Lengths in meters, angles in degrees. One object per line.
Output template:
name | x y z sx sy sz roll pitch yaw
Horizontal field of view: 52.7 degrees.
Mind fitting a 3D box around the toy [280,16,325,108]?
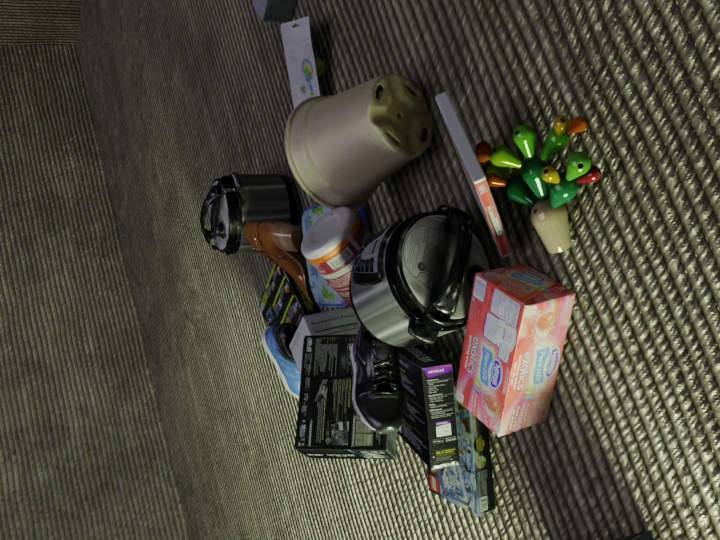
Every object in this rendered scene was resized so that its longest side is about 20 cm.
toy | -0.100 -0.386 1.429 0.115 0.047 0.203 14 113 55

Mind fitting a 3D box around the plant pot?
plant pot | 0.010 -0.218 1.169 0.182 0.199 0.204 -19 82 48

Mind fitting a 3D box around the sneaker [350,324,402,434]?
sneaker | 0.024 0.157 1.143 0.201 0.075 0.088 -106 22 -46

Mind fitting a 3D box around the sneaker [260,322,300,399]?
sneaker | -0.130 0.200 1.574 0.111 0.076 0.201 -22 101 54

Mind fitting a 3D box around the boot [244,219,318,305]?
boot | -0.157 -0.020 1.519 0.154 0.077 0.201 9 139 41

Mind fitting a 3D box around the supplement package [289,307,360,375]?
supplement package | -0.043 0.192 1.418 0.202 0.116 0.117 64 148 27

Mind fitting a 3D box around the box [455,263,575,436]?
box | 0.206 0.106 0.983 0.102 0.094 0.203 38 130 50

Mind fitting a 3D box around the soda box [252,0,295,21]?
soda box | -0.155 -0.598 1.443 0.064 0.067 0.201 60 145 29

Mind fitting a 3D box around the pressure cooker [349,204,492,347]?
pressure cooker | 0.095 0.009 1.062 0.200 0.177 0.178 -31 82 59

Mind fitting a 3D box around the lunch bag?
lunch bag | -0.041 -0.031 1.387 0.160 0.081 0.203 -8 91 61

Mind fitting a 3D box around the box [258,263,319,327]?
box | -0.164 0.098 1.676 0.195 0.047 0.201 63 146 30

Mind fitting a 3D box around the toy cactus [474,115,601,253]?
toy cactus | 0.229 -0.107 0.913 0.199 0.102 0.167 3 119 57

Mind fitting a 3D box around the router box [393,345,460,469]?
router box | 0.093 0.200 1.125 0.200 0.050 0.152 -159 63 -76

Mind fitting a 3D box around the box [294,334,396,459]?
box | -0.019 0.219 1.264 0.086 0.161 0.203 59 -150 -62

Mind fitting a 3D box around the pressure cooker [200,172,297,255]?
pressure cooker | -0.256 -0.127 1.611 0.178 0.197 0.179 1 97 64

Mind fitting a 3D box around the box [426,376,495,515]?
box | 0.154 0.274 1.174 0.136 0.039 0.203 4 101 60

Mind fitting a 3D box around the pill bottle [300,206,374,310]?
pill bottle | 0.000 0.000 1.211 0.200 0.110 0.109 49 162 -27

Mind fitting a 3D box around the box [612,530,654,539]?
box | 0.295 0.431 0.907 0.200 0.106 0.150 -51 54 53

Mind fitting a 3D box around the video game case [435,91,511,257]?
video game case | 0.151 -0.120 0.953 0.200 0.017 0.144 51 -162 -58
